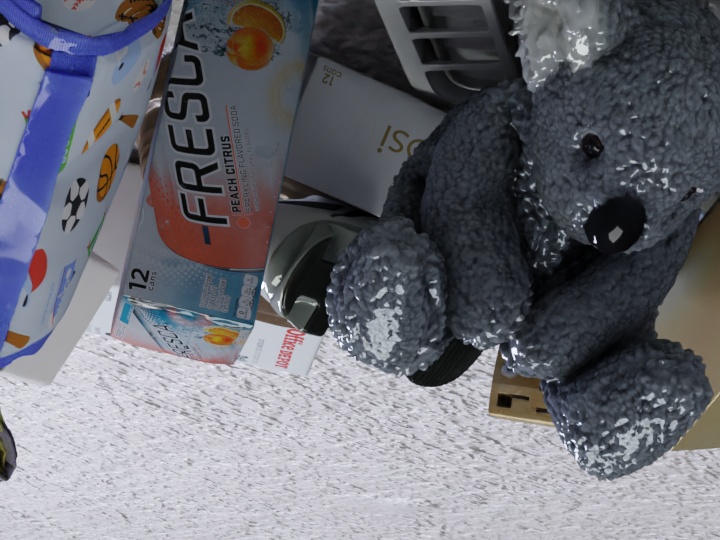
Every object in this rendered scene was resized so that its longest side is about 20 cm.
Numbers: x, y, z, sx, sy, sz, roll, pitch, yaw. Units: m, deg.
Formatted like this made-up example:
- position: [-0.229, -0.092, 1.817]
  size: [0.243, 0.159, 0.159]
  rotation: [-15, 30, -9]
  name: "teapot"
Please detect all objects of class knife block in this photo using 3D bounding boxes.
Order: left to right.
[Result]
- position: [0.121, 0.076, 1.405]
  size: [0.064, 0.200, 0.176]
  rotation: [7, 131, 8]
  name: "knife block"

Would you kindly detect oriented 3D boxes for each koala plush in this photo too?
- position: [0.106, -0.049, 0.993]
  size: [0.177, 0.184, 0.200]
  rotation: [24, 138, -7]
  name: "koala plush"

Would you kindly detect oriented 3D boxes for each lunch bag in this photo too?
- position: [-0.153, -0.075, 0.985]
  size: [0.123, 0.200, 0.171]
  rotation: [14, 118, -16]
  name: "lunch bag"

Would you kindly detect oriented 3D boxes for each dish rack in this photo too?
- position: [0.112, -0.121, 1.037]
  size: [0.199, 0.044, 0.172]
  rotation: [5, 159, 15]
  name: "dish rack"

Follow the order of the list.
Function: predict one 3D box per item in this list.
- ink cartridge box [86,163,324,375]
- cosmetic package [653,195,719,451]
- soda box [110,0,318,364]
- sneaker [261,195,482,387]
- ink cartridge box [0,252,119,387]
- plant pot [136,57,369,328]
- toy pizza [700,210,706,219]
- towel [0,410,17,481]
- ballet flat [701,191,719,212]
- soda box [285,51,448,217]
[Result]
- position: [-0.114, -0.003, 1.418]
  size: [0.199, 0.084, 0.147]
  rotation: [11, 165, -3]
  name: "ink cartridge box"
- position: [0.216, -0.005, 1.082]
  size: [0.105, 0.071, 0.200]
  rotation: [-2, 138, -42]
  name: "cosmetic package"
- position: [-0.066, -0.062, 1.055]
  size: [0.063, 0.201, 0.068]
  rotation: [13, 159, -8]
  name: "soda box"
- position: [0.000, 0.000, 1.166]
  size: [0.088, 0.074, 0.200]
  rotation: [37, -175, 37]
  name: "sneaker"
- position: [-0.233, -0.017, 1.185]
  size: [0.144, 0.085, 0.200]
  rotation: [33, 179, 15]
  name: "ink cartridge box"
- position: [-0.045, -0.030, 1.252]
  size: [0.200, 0.093, 0.201]
  rotation: [18, 160, 7]
  name: "plant pot"
- position: [0.110, -0.045, 1.268]
  size: [0.199, 0.032, 0.200]
  rotation: [13, 160, 5]
  name: "toy pizza"
- position: [-0.245, 0.019, 1.049]
  size: [0.199, 0.023, 0.144]
  rotation: [32, 157, 20]
  name: "towel"
- position: [0.217, -0.049, 1.156]
  size: [0.199, 0.064, 0.067]
  rotation: [16, 160, -17]
  name: "ballet flat"
- position: [0.051, -0.044, 1.145]
  size: [0.199, 0.064, 0.068]
  rotation: [23, -176, -11]
  name: "soda box"
